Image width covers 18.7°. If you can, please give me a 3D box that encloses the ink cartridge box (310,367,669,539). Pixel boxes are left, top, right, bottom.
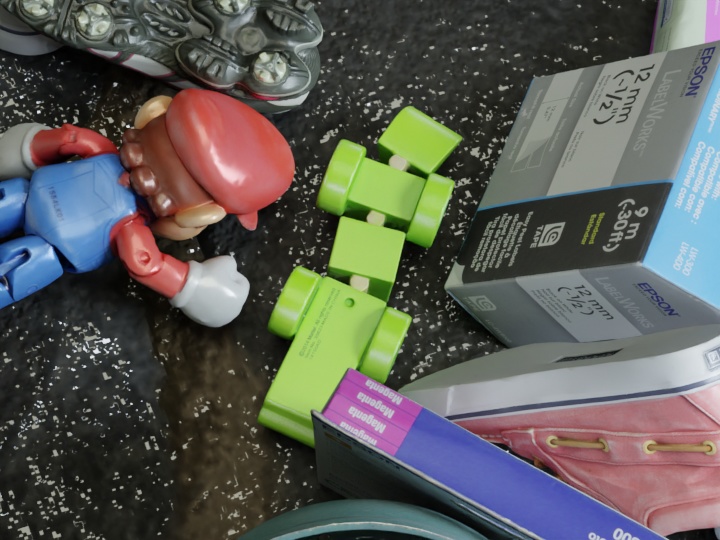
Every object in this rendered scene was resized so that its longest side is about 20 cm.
[{"bbox_3d":[0.072,0.113,1.003,0.196,0.200,0.043,28,77,6],"label":"ink cartridge box"}]

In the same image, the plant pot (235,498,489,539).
[{"bbox_3d":[0.001,0.187,0.973,0.200,0.134,0.200,0,102,1],"label":"plant pot"}]

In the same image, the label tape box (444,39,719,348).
[{"bbox_3d":[0.152,-0.041,1.095,0.066,0.200,0.143,42,59,-29],"label":"label tape box"}]

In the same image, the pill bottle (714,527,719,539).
[{"bbox_3d":[0.228,0.044,1.105,0.111,0.111,0.200,10,63,-2],"label":"pill bottle"}]

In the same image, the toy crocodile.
[{"bbox_3d":[0.000,0.000,1.133,0.067,0.062,0.200,19,68,2],"label":"toy crocodile"}]

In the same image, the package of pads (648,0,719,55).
[{"bbox_3d":[0.263,-0.126,1.218,0.200,0.068,0.155,14,63,-2],"label":"package of pads"}]

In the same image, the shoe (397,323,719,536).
[{"bbox_3d":[0.106,0.084,1.059,0.071,0.200,0.091,-24,100,-47],"label":"shoe"}]

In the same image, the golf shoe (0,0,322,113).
[{"bbox_3d":[-0.118,-0.131,1.159,0.200,0.088,0.077,25,73,2],"label":"golf shoe"}]

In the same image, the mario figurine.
[{"bbox_3d":[-0.128,-0.023,1.129,0.200,0.106,0.124,-21,104,-5],"label":"mario figurine"}]

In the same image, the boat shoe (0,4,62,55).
[{"bbox_3d":[-0.205,-0.214,1.204,0.072,0.066,0.200,-12,66,-13],"label":"boat shoe"}]
